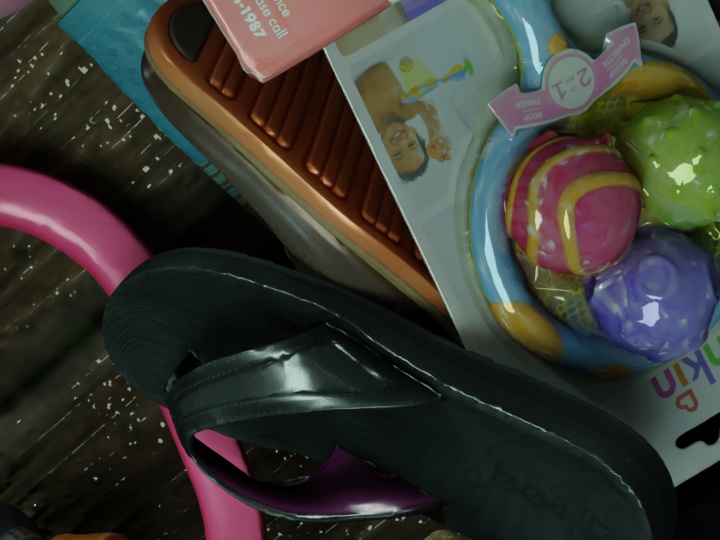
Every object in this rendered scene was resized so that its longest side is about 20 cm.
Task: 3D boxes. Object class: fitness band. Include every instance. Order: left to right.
[{"bbox_3d":[-0.113,0.063,0.781,0.143,0.037,0.200,-23,87,-5],"label":"fitness band"}]

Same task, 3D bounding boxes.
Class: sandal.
[{"bbox_3d":[-0.005,0.045,0.701,0.200,0.048,0.075,18,136,32],"label":"sandal"}]

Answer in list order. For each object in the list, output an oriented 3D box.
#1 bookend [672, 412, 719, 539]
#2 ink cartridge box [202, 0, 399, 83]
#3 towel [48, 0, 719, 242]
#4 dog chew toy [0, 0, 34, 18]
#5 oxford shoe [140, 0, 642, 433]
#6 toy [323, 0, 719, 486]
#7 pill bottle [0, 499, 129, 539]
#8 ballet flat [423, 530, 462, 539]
[{"bbox_3d":[0.185,0.086,0.731,0.200,0.199,0.092,20,137,57],"label":"bookend"},{"bbox_3d":[0.028,-0.148,0.618,0.200,0.067,0.117,-31,97,0],"label":"ink cartridge box"},{"bbox_3d":[0.017,-0.056,0.750,0.200,0.022,0.147,44,121,-14],"label":"towel"},{"bbox_3d":[-0.134,-0.118,0.698,0.200,0.125,0.125,-21,113,14],"label":"dog chew toy"},{"bbox_3d":[0.000,0.000,0.735,0.200,0.071,0.073,43,124,-15],"label":"oxford shoe"},{"bbox_3d":[0.071,-0.030,0.687,0.115,0.047,0.200,-30,102,-15],"label":"toy"},{"bbox_3d":[-0.174,0.136,0.855,0.200,0.106,0.106,-7,117,16],"label":"pill bottle"},{"bbox_3d":[-0.036,0.123,0.715,0.200,0.070,0.065,-23,84,27],"label":"ballet flat"}]
